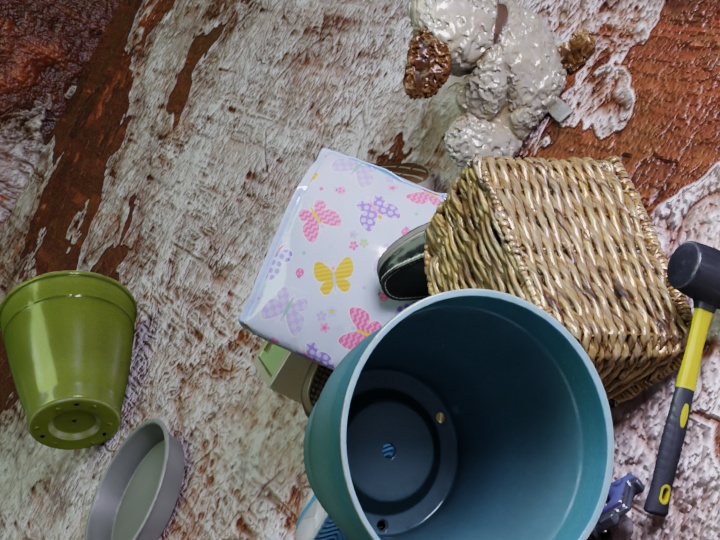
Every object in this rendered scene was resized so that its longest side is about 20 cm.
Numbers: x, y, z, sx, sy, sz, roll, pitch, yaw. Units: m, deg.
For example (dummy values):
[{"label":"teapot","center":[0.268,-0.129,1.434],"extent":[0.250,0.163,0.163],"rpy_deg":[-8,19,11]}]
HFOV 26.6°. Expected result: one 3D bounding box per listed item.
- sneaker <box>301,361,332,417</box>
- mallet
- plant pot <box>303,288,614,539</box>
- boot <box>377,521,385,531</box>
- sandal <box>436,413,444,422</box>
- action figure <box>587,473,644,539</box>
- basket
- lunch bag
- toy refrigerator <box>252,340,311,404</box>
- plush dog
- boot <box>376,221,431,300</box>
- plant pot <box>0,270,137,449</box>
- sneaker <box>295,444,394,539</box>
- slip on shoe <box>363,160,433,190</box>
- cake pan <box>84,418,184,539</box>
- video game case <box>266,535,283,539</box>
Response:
[{"label":"sneaker","center":[-0.009,0.064,1.577],"extent":[0.201,0.070,0.076],"rpy_deg":[-60,5,-15]},{"label":"mallet","center":[0.249,0.082,1.121],"extent":[0.041,0.065,0.202],"rpy_deg":[0,79,63]},{"label":"plant pot","center":[0.050,0.126,1.086],"extent":[0.202,0.199,0.188],"rpy_deg":[-69,15,-15]},{"label":"boot","center":[0.037,0.304,1.162],"extent":[0.200,0.076,0.169],"rpy_deg":[43,117,46]},{"label":"sandal","center":[0.063,0.214,1.319],"extent":[0.080,0.054,0.202],"rpy_deg":[155,122,-62]},{"label":"action figure","center":[0.137,0.246,1.086],"extent":[0.199,0.105,0.194],"rpy_deg":[-28,29,10]},{"label":"basket","center":[0.153,0.022,1.217],"extent":[0.143,0.148,0.201],"rpy_deg":[-60,41,45]},{"label":"lunch bag","center":[0.000,0.000,1.487],"extent":[0.127,0.168,0.202],"rpy_deg":[48,-116,-80]},{"label":"toy refrigerator","center":[-0.036,0.040,1.649],"extent":[0.201,0.070,0.076],"rpy_deg":[-59,26,8]},{"label":"plush dog","center":[0.119,-0.224,1.498],"extent":[0.160,0.171,0.202],"rpy_deg":[-32,37,46]},{"label":"boot","center":[0.106,0.027,1.331],"extent":[0.202,0.074,0.155],"rpy_deg":[-15,49,20]},{"label":"plant pot","center":[-0.407,0.139,2.137],"extent":[0.200,0.199,0.194],"rpy_deg":[-43,43,34]},{"label":"sneaker","center":[0.000,0.193,1.422],"extent":[0.201,0.076,0.081],"rpy_deg":[-54,25,12]},{"label":"slip on shoe","center":[0.018,-0.083,1.689],"extent":[0.199,0.075,0.061],"rpy_deg":[11,113,56]},{"label":"cake pan","center":[-0.280,0.285,1.902],"extent":[0.200,0.037,0.201],"rpy_deg":[-44,31,34]},{"label":"video game case","center":[-0.081,0.336,1.351],"extent":[0.184,0.022,0.200],"rpy_deg":[-70,16,-9]}]
